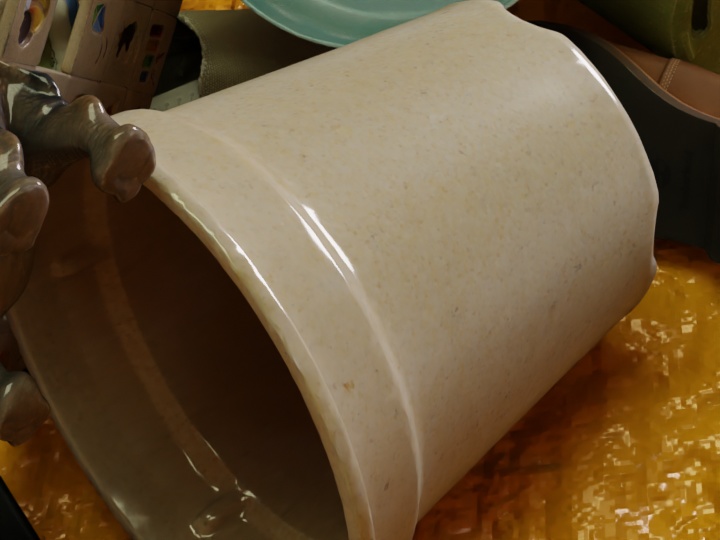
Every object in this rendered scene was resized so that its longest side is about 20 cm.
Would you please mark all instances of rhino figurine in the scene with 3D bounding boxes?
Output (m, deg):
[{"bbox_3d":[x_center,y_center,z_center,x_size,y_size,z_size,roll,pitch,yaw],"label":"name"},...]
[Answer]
[{"bbox_3d":[-0.139,0.024,0.643,0.087,0.060,0.201,39,109,38],"label":"rhino figurine"}]

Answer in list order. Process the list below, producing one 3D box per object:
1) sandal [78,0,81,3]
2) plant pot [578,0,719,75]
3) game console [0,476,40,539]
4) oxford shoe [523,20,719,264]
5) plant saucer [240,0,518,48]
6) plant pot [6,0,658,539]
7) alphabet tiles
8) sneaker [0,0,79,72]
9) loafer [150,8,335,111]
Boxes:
[{"bbox_3d":[-0.178,-0.075,0.913,0.069,0.078,0.213,32,68,5],"label":"sandal"},{"bbox_3d":[0.123,-0.184,0.878,0.199,0.201,0.190,-31,56,-12],"label":"plant pot"},{"bbox_3d":[-0.189,0.148,0.681,0.175,0.117,0.200,4,28,-37],"label":"game console"},{"bbox_3d":[0.130,-0.050,0.826,0.071,0.072,0.199,-16,34,-40],"label":"oxford shoe"},{"bbox_3d":[0.017,-0.184,0.825,0.198,0.027,0.202,-3,83,24],"label":"plant saucer"},{"bbox_3d":[0.000,0.000,0.733,0.183,0.202,0.200,-32,44,-29],"label":"plant pot"},{"bbox_3d":[-0.116,-0.041,0.788,0.007,0.167,0.202,19,94,11],"label":"alphabet tiles"},{"bbox_3d":[-0.158,-0.032,0.828,0.075,0.202,0.077,13,-3,-16],"label":"sneaker"},{"bbox_3d":[-0.051,-0.080,0.901,0.199,0.068,0.076,-26,47,-4],"label":"loafer"}]
